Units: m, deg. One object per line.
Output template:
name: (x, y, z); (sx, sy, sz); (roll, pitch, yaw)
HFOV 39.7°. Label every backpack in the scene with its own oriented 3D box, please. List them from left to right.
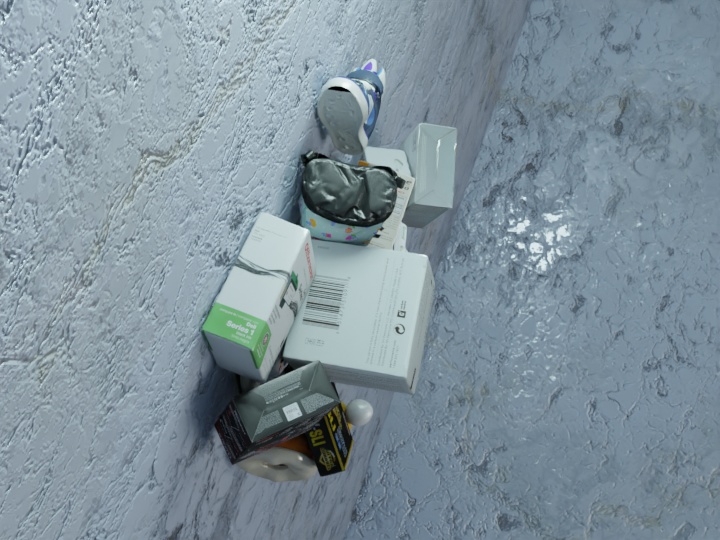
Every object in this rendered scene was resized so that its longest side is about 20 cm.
backpack: (-0.033, -0.100, 1.583); (0.200, 0.166, 0.127); (129, -23, -75)

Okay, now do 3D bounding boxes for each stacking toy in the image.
stacking toy: (-0.135, 0.259, 1.754); (0.146, 0.145, 0.201); (88, 9, -62)
stacking toy: (-0.065, 0.286, 1.854); (0.146, 0.199, 0.147); (46, 35, -47)

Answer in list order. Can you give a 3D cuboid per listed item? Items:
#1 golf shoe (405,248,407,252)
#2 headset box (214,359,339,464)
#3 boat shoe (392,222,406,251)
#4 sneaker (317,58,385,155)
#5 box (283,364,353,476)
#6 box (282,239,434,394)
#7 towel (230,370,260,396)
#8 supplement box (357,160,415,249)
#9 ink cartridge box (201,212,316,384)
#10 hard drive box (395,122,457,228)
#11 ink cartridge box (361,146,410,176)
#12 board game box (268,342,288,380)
golf shoe: (0.000, 0.000, 1.872); (0.078, 0.199, 0.098); (-113, -170, -75)
headset box: (-0.133, 0.221, 1.520); (0.148, 0.075, 0.200); (-22, 167, -23)
boat shoe: (0.058, -0.016, 1.783); (0.074, 0.067, 0.201); (-45, -147, 52)
sneaker: (-0.010, -0.289, 1.577); (0.200, 0.080, 0.147); (75, 28, -66)
box: (-0.070, 0.233, 1.718); (0.160, 0.049, 0.201); (-52, 125, -79)
box: (0.001, 0.074, 1.568); (0.131, 0.199, 0.200); (64, 35, -71)
towel: (-0.156, 0.121, 1.636); (0.200, 0.034, 0.193); (90, 22, -57)
supplement box: (0.014, -0.084, 1.745); (0.126, 0.073, 0.201); (-151, -101, -70)
ink cartridge box: (-0.141, 0.040, 1.440); (0.146, 0.084, 0.201); (85, 27, -65)
hard drive box: (0.118, -0.179, 1.929); (0.200, 0.076, 0.157); (148, -52, -75)
ink cartridge box: (0.032, -0.120, 1.917); (0.145, 0.083, 0.201); (-99, -162, -59)
board game box: (-0.115, 0.088, 1.643); (0.200, 0.034, 0.127); (-47, 152, -72)
